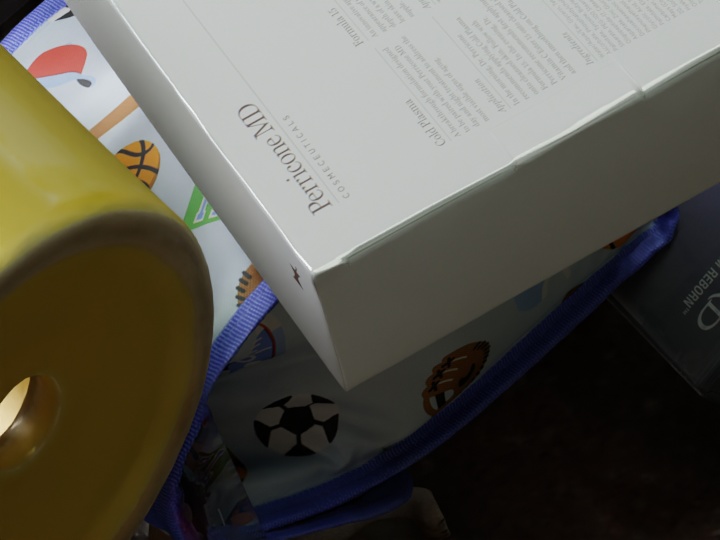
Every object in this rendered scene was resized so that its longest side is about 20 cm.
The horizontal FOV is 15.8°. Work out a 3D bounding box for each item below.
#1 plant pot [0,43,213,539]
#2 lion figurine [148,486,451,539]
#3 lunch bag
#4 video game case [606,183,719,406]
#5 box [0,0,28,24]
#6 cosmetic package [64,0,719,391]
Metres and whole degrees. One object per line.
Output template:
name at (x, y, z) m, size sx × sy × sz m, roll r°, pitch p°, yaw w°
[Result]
plant pot at (-0.145, 0.000, 0.646) m, size 0.188 × 0.202 × 0.201 m, roll 29°, pitch 54°, yaw 27°
lion figurine at (-0.025, 0.102, 0.774) m, size 0.122 × 0.073 × 0.200 m, roll -24°, pitch 29°, yaw -4°
lunch bag at (-0.033, -0.015, 0.768) m, size 0.200 × 0.124 × 0.170 m, roll -41°, pitch 43°, yaw -25°
video game case at (0.096, -0.073, 0.814) m, size 0.143 × 0.019 × 0.200 m, roll -51°, pitch 50°, yaw 12°
box at (-0.219, -0.140, 1.022) m, size 0.114 × 0.133 × 0.200 m, roll 19°, pitch 50°, yaw 32°
cosmetic package at (0.010, -0.079, 0.694) m, size 0.150 × 0.052 × 0.200 m, roll -27°, pitch 49°, yaw -12°
